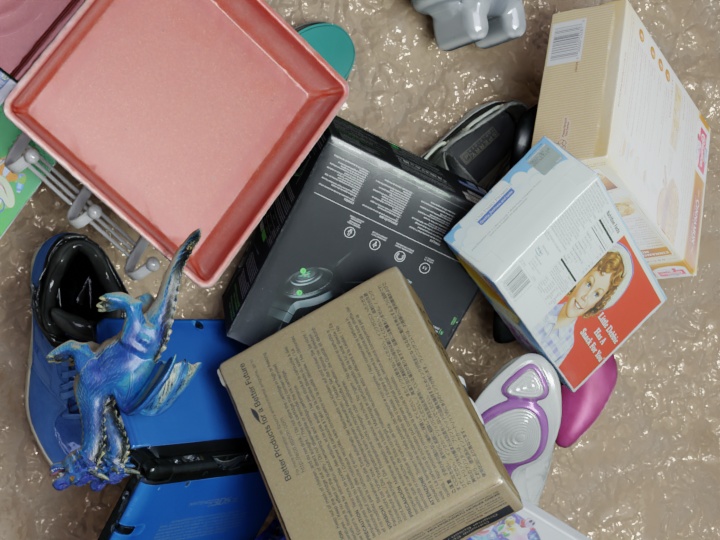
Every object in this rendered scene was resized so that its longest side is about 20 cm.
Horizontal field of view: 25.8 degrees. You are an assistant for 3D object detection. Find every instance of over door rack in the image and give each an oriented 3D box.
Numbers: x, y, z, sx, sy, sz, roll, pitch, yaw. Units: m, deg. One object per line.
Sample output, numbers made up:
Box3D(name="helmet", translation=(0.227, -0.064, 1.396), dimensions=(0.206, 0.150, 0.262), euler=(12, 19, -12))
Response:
Box3D(name="over door rack", translation=(-0.176, -0.116, 1.224), dimensions=(0.148, 0.066, 0.201), euler=(46, 49, -33))

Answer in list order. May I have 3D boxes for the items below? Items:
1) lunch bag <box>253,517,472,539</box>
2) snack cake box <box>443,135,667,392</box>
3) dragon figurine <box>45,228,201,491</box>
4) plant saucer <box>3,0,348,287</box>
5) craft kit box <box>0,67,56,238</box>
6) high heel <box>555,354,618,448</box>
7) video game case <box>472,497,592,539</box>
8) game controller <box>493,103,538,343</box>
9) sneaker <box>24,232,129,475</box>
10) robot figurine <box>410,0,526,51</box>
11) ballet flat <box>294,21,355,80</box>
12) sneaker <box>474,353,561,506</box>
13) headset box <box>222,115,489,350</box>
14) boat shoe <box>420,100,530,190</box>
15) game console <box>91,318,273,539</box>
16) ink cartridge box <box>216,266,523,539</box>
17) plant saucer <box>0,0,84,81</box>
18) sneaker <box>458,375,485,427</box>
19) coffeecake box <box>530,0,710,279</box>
Box3D(name="lunch bag", translation=(0.018, 0.252, 1.243), dimensions=(0.152, 0.199, 0.094), euler=(64, 29, -3))
Box3D(name="snack cake box", translation=(0.160, -0.001, 1.255), dimensions=(0.115, 0.067, 0.200), euler=(-45, 141, -4))
Box3D(name="dragon figurine", translation=(-0.153, 0.068, 1.111), dimensions=(0.200, 0.059, 0.100), euler=(-44, 74, 6))
Box3D(name="plant saucer", translation=(-0.134, -0.124, 1.157), dimensions=(0.199, 0.037, 0.201), euler=(42, 68, -20))
Box3D(name="craft kit box", translation=(-0.354, -0.091, 1.216), dimensions=(0.199, 0.049, 0.198), euler=(37, 91, -15))
Box3D(name="high heel", translation=(0.186, 0.050, 1.387), dimensions=(0.095, 0.067, 0.201), euler=(30, 74, -24))
Box3D(name="video game case", translation=(0.089, 0.272, 1.321), dimensions=(0.143, 0.018, 0.201), euler=(32, 111, -13))
Box3D(name="game controller", translation=(0.141, -0.040, 1.345), dimensions=(0.104, 0.042, 0.202), euler=(-23, 121, -59))
Box3D(name="sneaker", translation=(-0.222, 0.070, 1.235), dimensions=(0.076, 0.111, 0.202), euler=(-1, 88, -18))
Box3D(name="robot figurine", translation=(0.090, -0.294, 1.353), dimensions=(0.168, 0.113, 0.202), euler=(-7, 90, -33))
Box3D(name="ballet flat", translation=(-0.069, -0.148, 1.305), dimensions=(0.068, 0.063, 0.200), euler=(54, 37, -15))
Box3D(name="sneaker", translation=(0.127, 0.142, 1.324), dimensions=(0.074, 0.100, 0.201), euler=(14, 125, 8))
Box3D(name="headset box", translation=(0.000, 0.000, 1.290), dimensions=(0.173, 0.093, 0.201), euler=(24, 104, -15))
Box3D(name="boat shoe", translation=(0.072, -0.076, 1.363), dimensions=(0.071, 0.064, 0.200), euler=(44, 76, -11))
Box3D(name="game console", translation=(-0.149, 0.141, 1.242), dimensions=(0.199, 0.118, 0.172), euler=(4, 120, -57))
Box3D(name="ink cartridge box", translation=(0.005, 0.124, 1.182), dimensions=(0.164, 0.075, 0.201), euler=(-29, 60, 6))
Box3D(name="plant saucer", translation=(-0.302, -0.240, 1.264), dimensions=(0.200, 0.037, 0.200), euler=(40, 76, -12))
Box3D(name="sneaker", translation=(0.031, 0.174, 1.282), dimensions=(0.076, 0.201, 0.081), euler=(3, 44, -39))
Box3D(name="coffeecake box", translation=(0.226, -0.105, 1.338), dimensions=(0.200, 0.072, 0.155), euler=(43, 50, -46))
